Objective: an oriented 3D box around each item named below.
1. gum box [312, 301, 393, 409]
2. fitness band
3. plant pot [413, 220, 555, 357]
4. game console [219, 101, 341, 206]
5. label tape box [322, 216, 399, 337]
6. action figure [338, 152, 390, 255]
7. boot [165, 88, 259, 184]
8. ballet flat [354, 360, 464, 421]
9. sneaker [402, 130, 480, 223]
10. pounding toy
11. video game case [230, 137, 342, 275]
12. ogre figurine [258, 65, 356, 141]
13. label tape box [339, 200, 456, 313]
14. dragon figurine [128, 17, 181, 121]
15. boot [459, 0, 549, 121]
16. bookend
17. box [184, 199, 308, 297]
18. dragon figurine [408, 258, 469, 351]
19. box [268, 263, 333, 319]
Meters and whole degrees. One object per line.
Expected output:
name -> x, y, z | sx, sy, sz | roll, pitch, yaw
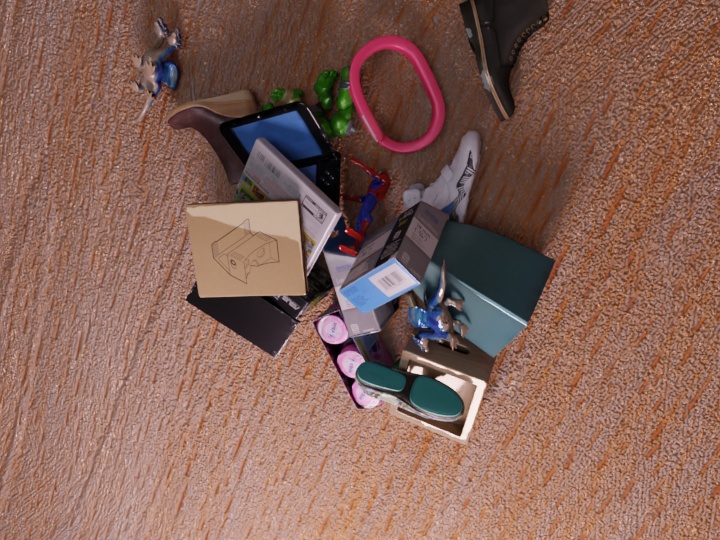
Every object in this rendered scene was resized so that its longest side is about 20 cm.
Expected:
gum box -> -0.004, 0.159, 1.135 | 0.066, 0.113, 0.201 | -25, 95, 22
fitness band -> 0.063, -0.301, 1.013 | 0.143, 0.037, 0.201 | -28, 100, -2
plant pot -> 0.189, 0.015, 0.988 | 0.199, 0.142, 0.142 | 31, 149, 5
game console -> -0.145, -0.174, 1.023 | 0.199, 0.118, 0.174 | -5, 78, 32
label tape box -> 0.000, 0.000, 1.068 | 0.063, 0.144, 0.202 | -15, 99, 21
action figure -> -0.008, -0.126, 1.025 | 0.098, 0.201, 0.065 | 28, 138, 0
boot -> -0.277, -0.249, 1.142 | 0.198, 0.072, 0.168 | -9, 99, 16
ballet flat -> 0.085, 0.215, 1.025 | 0.199, 0.074, 0.075 | 22, 109, 16
sneaker -> 0.139, -0.152, 1.029 | 0.114, 0.075, 0.202 | 15, 111, 11
pounding toy -> 0.142, 0.178, 1.097 | 0.199, 0.142, 0.185 | 19, 123, 15
video game case -> -0.140, -0.096, 1.015 | 0.200, 0.023, 0.183 | 43, 126, 15
ogre figurine -> -0.084, -0.281, 1.064 | 0.198, 0.098, 0.121 | -17, 82, -1
label tape box -> 0.061, -0.041, 0.947 | 0.063, 0.201, 0.144 | 41, 138, -16
dragon figurine -> -0.397, -0.383, 1.146 | 0.058, 0.100, 0.201 | 25, 129, 7
boot -> 0.253, -0.358, 0.945 | 0.137, 0.077, 0.202 | -17, 99, 16
bookend -> -0.201, 0.040, 1.143 | 0.199, 0.199, 0.092 | 34, 112, -4
box -> -0.191, -0.035, 0.994 | 0.198, 0.021, 0.165 | -1, 105, 11
dragon figurine -> 0.116, 0.068, 0.954 | 0.099, 0.059, 0.201 | 16, 141, 39
box -> -0.156, -0.007, 1.118 | 0.200, 0.160, 0.044 | 39, 111, 4
